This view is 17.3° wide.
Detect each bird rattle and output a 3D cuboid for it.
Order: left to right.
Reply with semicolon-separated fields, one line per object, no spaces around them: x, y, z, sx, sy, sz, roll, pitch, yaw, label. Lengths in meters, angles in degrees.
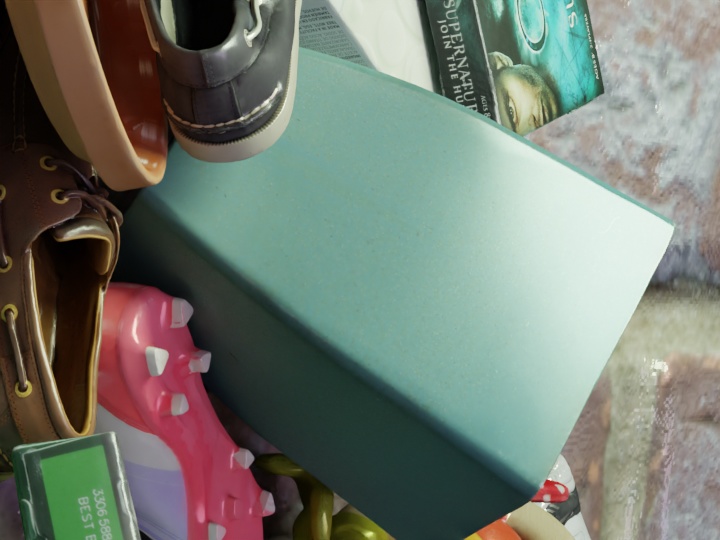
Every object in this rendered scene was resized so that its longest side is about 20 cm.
0.037;0.139;1.138;0.199;0.163;0.113;-7;122;-41;bird rattle

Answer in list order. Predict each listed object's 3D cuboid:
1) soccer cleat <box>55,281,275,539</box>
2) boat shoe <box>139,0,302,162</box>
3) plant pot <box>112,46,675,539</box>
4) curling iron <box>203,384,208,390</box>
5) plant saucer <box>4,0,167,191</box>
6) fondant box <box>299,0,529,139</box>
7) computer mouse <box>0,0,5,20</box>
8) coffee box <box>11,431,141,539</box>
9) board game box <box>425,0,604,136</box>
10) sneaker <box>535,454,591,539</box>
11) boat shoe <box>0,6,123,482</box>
-0.091;0.086;1.029;0.067;0.076;0.201;-61;146;-43;soccer cleat
-0.057;-0.141;0.963;0.063;0.072;0.201;71;14;-56;boat shoe
0.000;0.000;1.019;0.199;0.141;0.142;34;65;-6;plant pot
-0.043;-0.010;1.100;0.201;0.025;0.050;-58;138;-28;curling iron
-0.111;-0.128;0.888;0.200;0.032;0.202;-11;90;-86;plant saucer
0.016;-0.123;1.099;0.200;0.058;0.145;52;42;-44;fondant box
-0.168;-0.086;0.863;0.141;0.046;0.201;86;12;-74;computer mouse
-0.099;0.151;0.930;0.200;0.044;0.124;96;-18;-66;coffee box
0.061;-0.166;1.100;0.135;0.028;0.201;-31;110;-60;board game box
0.080;0.196;1.230;0.115;0.075;0.200;58;41;-24;sneaker
-0.124;-0.015;0.939;0.072;0.067;0.201;29;57;-52;boat shoe
